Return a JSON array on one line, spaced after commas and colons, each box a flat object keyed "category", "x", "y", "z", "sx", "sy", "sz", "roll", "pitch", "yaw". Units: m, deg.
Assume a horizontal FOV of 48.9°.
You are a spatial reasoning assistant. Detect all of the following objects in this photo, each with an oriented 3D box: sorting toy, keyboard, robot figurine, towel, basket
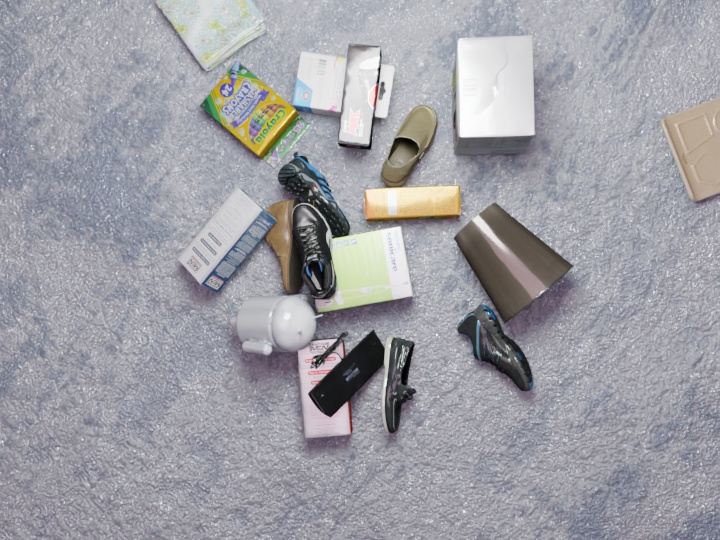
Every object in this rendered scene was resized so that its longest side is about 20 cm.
[{"category": "sorting toy", "x": 0.736, "y": -0.257, "z": 1.631, "sx": 0.200, "sy": 0.036, "sz": 0.185, "roll": -20, "pitch": 87, "yaw": -2}, {"category": "keyboard", "x": -0.034, "y": 0.191, "z": 1.610, "sx": 0.200, "sy": 0.021, "sz": 0.127, "roll": -42, "pitch": 114, "yaw": -29}, {"category": "robot figurine", "x": -0.171, "y": 0.107, "z": 1.607, "sx": 0.200, "sy": 0.170, "sz": 0.113, "roll": -1, "pitch": 132, "yaw": 38}, {"category": "towel", "x": -0.318, "y": -0.549, "z": 1.696, "sx": 0.171, "sy": 0.048, "sz": 0.200, "roll": -36, "pitch": 86, "yaw": 1}, {"category": "basket", "x": 0.296, "y": -0.027, "z": 1.604, "sx": 0.180, "sy": 0.136, "sz": 0.200, "roll": -40, "pitch": 83, "yaw": 7}]

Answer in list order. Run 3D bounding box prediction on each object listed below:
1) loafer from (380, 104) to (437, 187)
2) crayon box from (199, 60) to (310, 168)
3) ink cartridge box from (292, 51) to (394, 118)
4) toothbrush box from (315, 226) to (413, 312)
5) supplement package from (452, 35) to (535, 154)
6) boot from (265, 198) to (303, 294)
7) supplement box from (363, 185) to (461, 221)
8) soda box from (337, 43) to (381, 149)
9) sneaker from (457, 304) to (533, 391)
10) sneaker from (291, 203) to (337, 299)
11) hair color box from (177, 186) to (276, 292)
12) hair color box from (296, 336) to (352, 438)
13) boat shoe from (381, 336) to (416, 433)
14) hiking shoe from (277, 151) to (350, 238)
[{"category": "loafer", "x": 0.106, "y": -0.264, "z": 1.635, "sx": 0.076, "sy": 0.067, "sz": 0.200, "roll": 24, "pitch": 73, "yaw": 3}, {"category": "crayon box", "x": -0.223, "y": -0.330, "z": 1.682, "sx": 0.200, "sy": 0.052, "sz": 0.126, "roll": 40, "pitch": 91, "yaw": 3}, {"category": "ink cartridge box", "x": -0.033, "y": -0.382, "z": 1.662, "sx": 0.200, "sy": 0.068, "sz": 0.115, "roll": 10, "pitch": 91, "yaw": 4}, {"category": "toothbrush box", "x": 0.000, "y": 0.000, "z": 1.641, "sx": 0.200, "sy": 0.086, "sz": 0.146, "roll": -11, "pitch": 87, "yaw": 4}, {"category": "supplement package", "x": 0.260, "y": -0.340, "z": 1.578, "sx": 0.147, "sy": 0.200, "sz": 0.192, "roll": 0, "pitch": 88, "yaw": 4}, {"category": "boot", "x": -0.159, "y": -0.049, "z": 1.671, "sx": 0.075, "sy": 0.074, "sz": 0.201, "roll": -4, "pitch": 84, "yaw": 22}, {"category": "supplement box", "x": 0.108, "y": -0.139, "z": 1.648, "sx": 0.199, "sy": 0.067, "sz": 0.069, "roll": -4, "pitch": 88, "yaw": 4}, {"category": "soda box", "x": -0.001, "y": -0.348, "z": 1.595, "sx": 0.071, "sy": 0.063, "sz": 0.201, "roll": 6, "pitch": 91, "yaw": 4}, {"category": "sneaker", "x": 0.281, "y": 0.169, "z": 1.636, "sx": 0.082, "sy": 0.073, "sz": 0.200, "roll": -37, "pitch": 81, "yaw": 18}, {"category": "sneaker", "x": -0.090, "y": -0.042, "z": 1.551, "sx": 0.073, "sy": 0.112, "sz": 0.200, "roll": -17, "pitch": 86, "yaw": 3}, {"category": "hair color box", "x": -0.278, "y": -0.064, "z": 1.654, "sx": 0.200, "sy": 0.061, "sz": 0.100, "roll": -50, "pitch": 55, "yaw": 2}, {"category": "hair color box", "x": -0.075, "y": 0.243, "z": 1.651, "sx": 0.101, "sy": 0.061, "sz": 0.201, "roll": -5, "pitch": 89, "yaw": 3}, {"category": "boat shoe", "x": 0.084, "y": 0.237, "z": 1.636, "sx": 0.066, "sy": 0.075, "sz": 0.200, "roll": 1, "pitch": 79, "yaw": 15}, {"category": "hiking shoe", "x": -0.081, "y": -0.157, "z": 1.656, "sx": 0.074, "sy": 0.087, "sz": 0.200, "roll": -25, "pitch": 111, "yaw": 38}]
